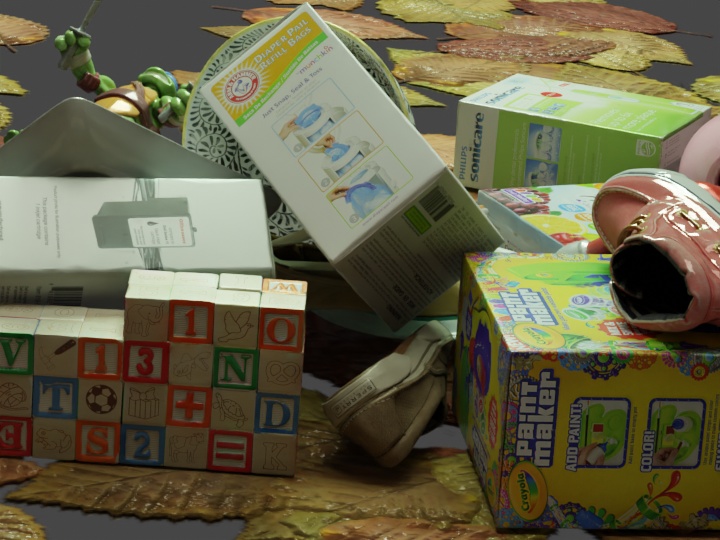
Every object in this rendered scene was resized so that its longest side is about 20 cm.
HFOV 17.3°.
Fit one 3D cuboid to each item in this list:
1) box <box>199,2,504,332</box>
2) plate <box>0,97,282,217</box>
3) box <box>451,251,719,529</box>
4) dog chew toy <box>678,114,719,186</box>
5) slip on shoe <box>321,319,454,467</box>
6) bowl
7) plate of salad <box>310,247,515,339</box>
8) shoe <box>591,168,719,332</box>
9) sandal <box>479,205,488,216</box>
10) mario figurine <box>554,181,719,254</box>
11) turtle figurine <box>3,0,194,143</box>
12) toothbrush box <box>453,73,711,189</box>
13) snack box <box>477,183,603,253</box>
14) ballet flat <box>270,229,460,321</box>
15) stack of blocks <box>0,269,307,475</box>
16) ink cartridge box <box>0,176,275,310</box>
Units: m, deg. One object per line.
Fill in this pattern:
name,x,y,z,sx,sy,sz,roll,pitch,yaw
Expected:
box,-0.008,-0.074,1.646,0.200,0.101,0.112,52,2,37
plate,-0.189,-0.031,1.664,0.200,0.200,0.032,26,45,-40
box,0.170,0.076,1.543,0.193,0.122,0.200,1,18,-7
dog chew toy,0.349,-0.086,2.087,0.125,0.125,0.200,9,11,14
slip on shoe,0.031,0.084,1.596,0.061,0.076,0.200,52,13,2
bowl,-0.028,-0.095,1.820,0.201,0.201,0.094,14,12,28
plate of salad,0.053,0.022,1.793,0.200,0.048,0.200,1,21,0
shoe,0.188,-0.015,1.510,0.091,0.071,0.200,-1,22,-31
sandal,0.002,-0.050,1.905,0.207,0.059,0.079,-9,-2,18
mario figurine,0.216,0.017,1.726,0.200,0.123,0.106,-35,8,-17
turtle figurine,-0.221,-0.164,2.106,0.144,0.200,0.194,42,46,-3
toothbrush box,0.205,-0.115,2.188,0.200,0.086,0.146,11,19,25
snack box,0.199,-0.020,1.949,0.142,0.053,0.200,-2,19,-23
ballet flat,0.000,0.000,1.702,0.200,0.063,0.069,1,22,23
stack of blocks,-0.137,0.062,1.526,0.200,0.115,0.059,3,18,-1
ink cartridge box,-0.168,0.007,1.618,0.200,0.147,0.083,1,57,-13
